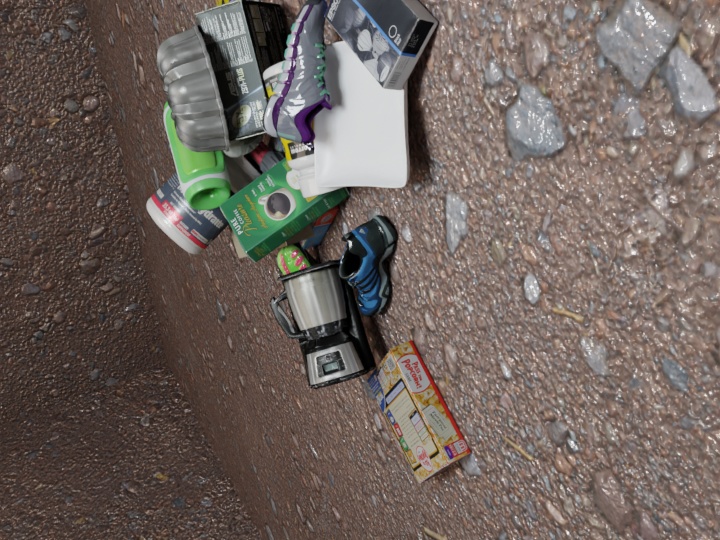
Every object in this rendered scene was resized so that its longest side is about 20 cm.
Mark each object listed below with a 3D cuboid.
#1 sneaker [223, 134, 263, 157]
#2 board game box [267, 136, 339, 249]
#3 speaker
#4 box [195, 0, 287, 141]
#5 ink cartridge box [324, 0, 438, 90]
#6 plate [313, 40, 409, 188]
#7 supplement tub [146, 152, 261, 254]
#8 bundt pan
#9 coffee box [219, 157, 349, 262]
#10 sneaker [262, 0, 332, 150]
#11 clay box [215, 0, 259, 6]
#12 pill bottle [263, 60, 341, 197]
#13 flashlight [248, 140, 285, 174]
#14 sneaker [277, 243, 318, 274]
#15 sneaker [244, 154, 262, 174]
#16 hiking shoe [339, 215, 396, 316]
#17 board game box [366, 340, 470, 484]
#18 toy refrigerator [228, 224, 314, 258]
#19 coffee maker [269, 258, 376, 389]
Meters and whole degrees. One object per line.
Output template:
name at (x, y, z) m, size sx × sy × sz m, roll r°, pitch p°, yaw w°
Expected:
sneaker at (-0.227, -0.277, 1.325) m, size 0.078 × 0.098 × 0.202 m, roll 45°, pitch -139°, yaw -44°
board game box at (-0.115, -0.161, 1.371) m, size 0.202 × 0.040 × 0.153 m, roll 65°, pitch 156°, yaw 13°
speaker at (-0.287, -0.210, 1.289) m, size 0.089 × 0.087 × 0.202 m, roll 117°, pitch 137°, yaw -59°
box at (-0.174, -0.329, 1.212) m, size 0.164 × 0.085 × 0.202 m, roll -49°, pitch -52°, yaw -67°
ink cartridge box at (0.012, -0.330, 0.935) m, size 0.201 × 0.039 × 0.100 m, roll 56°, pitch 133°, yaw 30°
plate at (0.004, -0.216, 1.013) m, size 0.198 × 0.032 × 0.203 m, roll 8°, pitch 101°, yaw 51°
supplement tub at (-0.291, -0.144, 1.393) m, size 0.140 × 0.200 × 0.140 m, roll 45°, pitch 180°, yaw 0°
bundt pan at (-0.272, -0.280, 1.173) m, size 0.202 × 0.075 × 0.204 m, roll 164°, pitch 90°, yaw -78°
coffee box at (-0.131, -0.118, 1.250) m, size 0.123 × 0.199 × 0.044 m, roll 53°, pitch 180°, yaw 31°
sneaker at (-0.066, -0.275, 1.034) m, size 0.087 × 0.074 × 0.202 m, roll 23°, pitch 104°, yaw 8°
clay box at (-0.218, -0.461, 1.360) m, size 0.115 × 0.047 × 0.202 m, roll 6°, pitch 112°, yaw 64°
pill bottle at (-0.071, -0.223, 1.140) m, size 0.114 × 0.113 × 0.202 m, roll 2°, pitch 110°, yaw 65°
flashlight at (-0.190, -0.230, 1.353) m, size 0.200 × 0.067 × 0.068 m, roll 48°, pitch 123°, yaw 40°
sneaker at (-0.091, 0.031, 1.445) m, size 0.202 × 0.076 × 0.084 m, roll 67°, pitch -159°, yaw -17°
sneaker at (-0.183, -0.157, 1.479) m, size 0.202 × 0.078 × 0.079 m, roll 62°, pitch 162°, yaw -8°
hiking shoe at (0.000, 0.000, 1.185) m, size 0.074 × 0.086 × 0.202 m, roll 49°, pitch 149°, yaw 39°
board game box at (0.090, 0.237, 1.219) m, size 0.202 × 0.046 × 0.152 m, roll 63°, pitch 155°, yaw 18°
toy refrigerator at (-0.169, -0.079, 1.382) m, size 0.199 × 0.069 × 0.077 m, roll -11°, pitch 99°, yaw 55°
coffee maker at (-0.045, 0.090, 1.273) m, size 0.134 × 0.191 × 0.202 m, roll -17°, pitch 87°, yaw 32°
